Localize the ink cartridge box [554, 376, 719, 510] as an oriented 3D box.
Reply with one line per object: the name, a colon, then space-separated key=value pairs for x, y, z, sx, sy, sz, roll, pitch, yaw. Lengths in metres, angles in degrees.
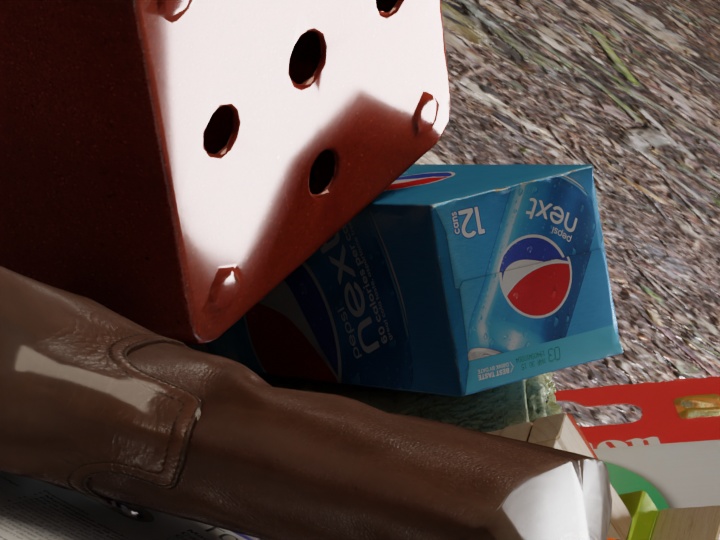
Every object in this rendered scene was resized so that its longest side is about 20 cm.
ink cartridge box: x=0.084 y=0.071 z=0.982 sx=0.160 sy=0.050 sz=0.200 roll=-4 pitch=27 yaw=-3

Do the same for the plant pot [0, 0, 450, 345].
plant pot: x=-0.084 y=-0.088 z=0.859 sx=0.176 sy=0.200 sz=0.200 roll=21 pitch=45 yaw=32

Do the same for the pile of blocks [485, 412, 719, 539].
pile of blocks: x=0.102 y=0.109 z=0.865 sx=0.200 sy=0.082 sz=0.062 roll=36 pitch=45 yaw=-12

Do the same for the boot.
boot: x=-0.038 y=0.045 z=0.709 sx=0.200 sy=0.064 sz=0.186 roll=19 pitch=5 yaw=22

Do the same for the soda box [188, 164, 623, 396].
soda box: x=0.000 y=0.000 z=0.947 sx=0.068 sy=0.064 sz=0.200 roll=-15 pitch=9 yaw=-31

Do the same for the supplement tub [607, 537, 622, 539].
supplement tub: x=0.075 y=0.168 z=0.730 sx=0.122 sy=0.123 sz=0.200 roll=24 pitch=25 yaw=-24

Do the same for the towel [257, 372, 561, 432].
towel: x=0.000 y=0.046 z=0.984 sx=0.148 sy=0.037 sz=0.200 roll=-8 pitch=8 yaw=5

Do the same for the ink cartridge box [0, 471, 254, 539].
ink cartridge box: x=-0.114 y=0.079 z=0.724 sx=0.196 sy=0.043 sz=0.200 roll=25 pitch=9 yaw=17
